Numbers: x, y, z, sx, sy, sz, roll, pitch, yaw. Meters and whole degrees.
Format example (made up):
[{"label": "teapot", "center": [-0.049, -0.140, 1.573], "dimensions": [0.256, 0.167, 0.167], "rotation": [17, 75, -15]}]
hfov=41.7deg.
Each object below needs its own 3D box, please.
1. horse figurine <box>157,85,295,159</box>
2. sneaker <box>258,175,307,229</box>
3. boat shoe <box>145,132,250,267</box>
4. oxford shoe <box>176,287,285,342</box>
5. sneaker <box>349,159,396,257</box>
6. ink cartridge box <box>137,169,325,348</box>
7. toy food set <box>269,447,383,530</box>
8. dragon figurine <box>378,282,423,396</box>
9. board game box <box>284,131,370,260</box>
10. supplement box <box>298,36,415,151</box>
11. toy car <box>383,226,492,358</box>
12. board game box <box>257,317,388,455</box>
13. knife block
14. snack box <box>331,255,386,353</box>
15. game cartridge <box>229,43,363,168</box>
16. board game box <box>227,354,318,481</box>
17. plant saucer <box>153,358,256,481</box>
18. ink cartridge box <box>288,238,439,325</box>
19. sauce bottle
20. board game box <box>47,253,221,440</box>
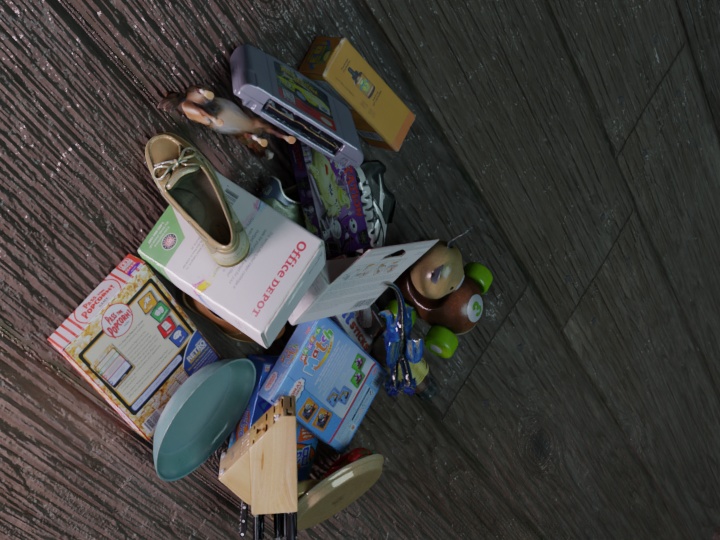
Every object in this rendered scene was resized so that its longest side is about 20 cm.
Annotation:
[{"label": "horse figurine", "center": [-0.175, -0.196, 1.223], "dimensions": [0.197, 0.132, 0.051], "rotation": [22, 92, -33]}, {"label": "sneaker", "center": [-0.071, -0.086, 1.385], "dimensions": [0.198, 0.067, 0.092], "rotation": [8, 103, -43]}, {"label": "boat shoe", "center": [-0.205, -0.097, 1.169], "dimensions": [0.072, 0.203, 0.063], "rotation": [-30, 164, -7]}, {"label": "oxford shoe", "center": [-0.169, 0.065, 1.343], "dimensions": [0.199, 0.070, 0.073], "rotation": [27, 84, -47]}, {"label": "sneaker", "center": [0.023, -0.081, 1.481], "dimensions": [0.089, 0.066, 0.204], "rotation": [-26, 119, -33]}, {"label": "ink cartridge box", "center": [-0.161, -0.019, 1.223], "dimensions": [0.147, 0.198, 0.088], "rotation": [-56, 169, -14]}, {"label": "toy food set", "center": [-0.048, 0.348, 1.512], "dimensions": [0.198, 0.049, 0.198], "rotation": [-35, 158, -2]}, {"label": "dragon figurine", "center": [0.063, 0.111, 1.461], "dimensions": [0.057, 0.101, 0.202], "rotation": [-5, 137, -8]}, {"label": "board game box", "center": [-0.046, -0.122, 1.361], "dimensions": [0.119, 0.032, 0.205], "rotation": [-22, 100, -59]}, {"label": "supplement box", "center": [-0.003, -0.259, 1.395], "dimensions": [0.200, 0.068, 0.067], "rotation": [41, 75, -46]}, {"label": "toy car", "center": [0.138, 0.012, 1.514], "dimensions": [0.166, 0.156, 0.201], "rotation": [-57, 172, -25]}, {"label": "board game box", "center": [-0.052, 0.173, 1.455], "dimensions": [0.200, 0.036, 0.153], "rotation": [45, 70, -43]}, {"label": "knife block", "center": [-0.113, 0.308, 1.375], "dimensions": [0.200, 0.064, 0.175], "rotation": [-44, 108, 10]}, {"label": "snack box", "center": [-0.019, 0.052, 1.517], "dimensions": [0.072, 0.024, 0.201], "rotation": [-48, 132, -20]}, {"label": "game cartridge", "center": [-0.085, -0.223, 1.268], "dimensions": [0.198, 0.134, 0.041], "rotation": [28, 114, -30]}, {"label": "board game box", "center": [-0.126, 0.234, 1.462], "dimensions": [0.150, 0.045, 0.205], "rotation": [5, 101, -46]}, {"label": "plant saucer", "center": [-0.224, 0.199, 1.319], "dimensions": [0.200, 0.036, 0.202], "rotation": [-48, 158, -26]}, {"label": "ink cartridge box", "center": [0.000, 0.000, 1.364], "dimensions": [0.176, 0.045, 0.199], "rotation": [-45, 162, 28]}, {"label": "sauce bottle", "center": [0.083, 0.170, 1.623], "dimensions": [0.067, 0.065, 0.200], "rotation": [-57, 147, -12]}, {"label": "board game box", "center": [-0.292, 0.104, 1.251], "dimensions": [0.152, 0.046, 0.202], "rotation": [-48, 133, -21]}]
